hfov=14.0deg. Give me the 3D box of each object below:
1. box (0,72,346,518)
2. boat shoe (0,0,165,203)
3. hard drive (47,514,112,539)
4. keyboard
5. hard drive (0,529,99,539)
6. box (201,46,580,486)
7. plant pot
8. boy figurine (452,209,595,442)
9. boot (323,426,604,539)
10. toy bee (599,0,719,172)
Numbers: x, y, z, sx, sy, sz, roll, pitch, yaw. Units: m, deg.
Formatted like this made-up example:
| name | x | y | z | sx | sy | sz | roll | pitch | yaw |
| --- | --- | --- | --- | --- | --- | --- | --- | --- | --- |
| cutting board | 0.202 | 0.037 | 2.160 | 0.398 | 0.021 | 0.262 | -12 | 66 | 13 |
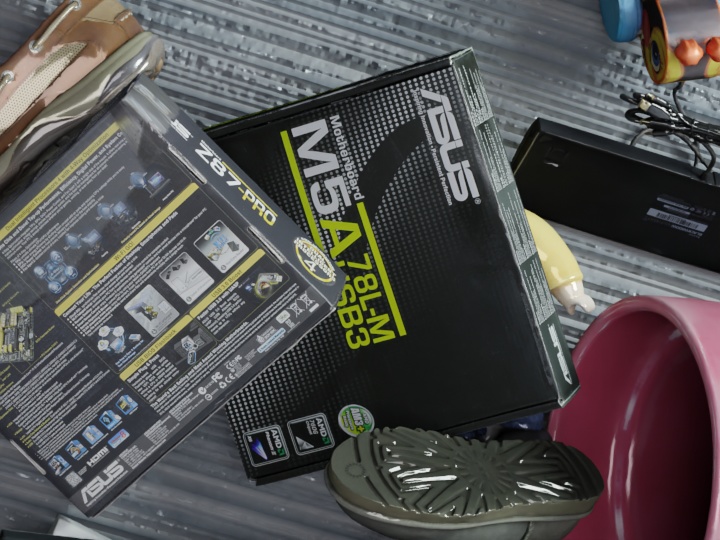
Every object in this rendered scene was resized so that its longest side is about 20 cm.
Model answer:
| name | x | y | z | sx | sy | sz | roll | pitch | yaw |
| --- | --- | --- | --- | --- | --- | --- | --- | --- | --- |
| box | -0.132 | 0.017 | 1.581 | 0.161 | 0.049 | 0.200 | 44 | 114 | -11 |
| boat shoe | -0.201 | -0.081 | 1.593 | 0.200 | 0.076 | 0.072 | -38 | 89 | -8 |
| hard drive | -0.113 | 0.241 | 1.657 | 0.200 | 0.027 | 0.132 | 28 | 91 | -11 |
| keyboard | 0.188 | -0.049 | 1.639 | 0.199 | 0.127 | 0.021 | 16 | 53 | -10 |
| hard drive | -0.111 | 0.225 | 1.626 | 0.199 | 0.033 | 0.140 | 7 | 95 | -10 |
| box | 0.000 | 0.000 | 1.597 | 0.193 | 0.048 | 0.201 | -15 | 97 | 24 |
| plant pot | 0.222 | 0.120 | 1.623 | 0.179 | 0.200 | 0.201 | 6 | 95 | -24 |
| boy figurine | 0.068 | 0.009 | 1.635 | 0.124 | 0.064 | 0.201 | -3 | 101 | 14 |
| boot | 0.031 | 0.183 | 1.602 | 0.181 | 0.073 | 0.200 | 8 | 128 | -28 |
| toy bee | 0.182 | -0.148 | 1.622 | 0.131 | 0.109 | 0.200 | -29 | 99 | -7 |
